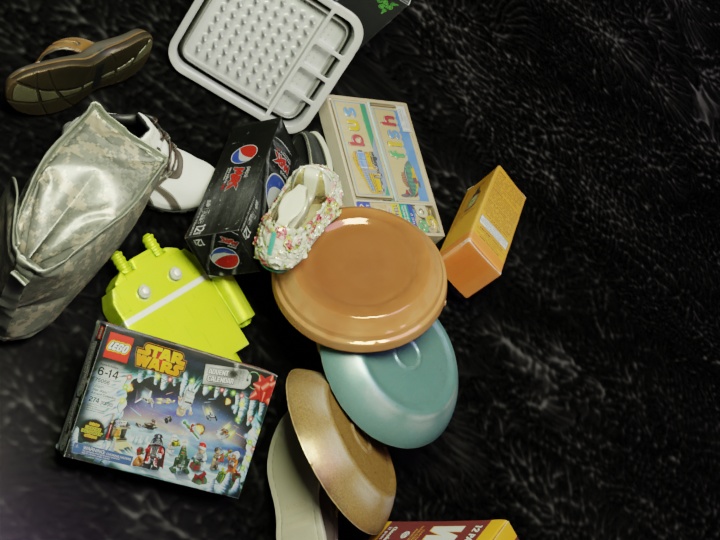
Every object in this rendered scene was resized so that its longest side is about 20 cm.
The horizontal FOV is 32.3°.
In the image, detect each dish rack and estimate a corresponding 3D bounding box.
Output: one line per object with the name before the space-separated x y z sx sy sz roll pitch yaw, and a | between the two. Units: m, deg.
dish rack | -0.115 -0.279 1.497 0.199 0.172 0.044 28 19 -23

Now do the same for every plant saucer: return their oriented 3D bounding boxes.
plant saucer | 0.000 0.000 1.382 0.197 0.038 0.202 3 50 -4
plant saucer | 0.043 0.098 1.400 0.198 0.036 0.202 22 53 -32
plant saucer | -0.012 0.189 1.361 0.201 0.035 0.201 55 15 -21

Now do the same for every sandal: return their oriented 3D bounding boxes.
sandal | -0.315 -0.230 1.370 0.055 0.082 0.199 46 51 11

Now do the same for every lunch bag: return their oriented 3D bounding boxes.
lunch bag | -0.303 -0.039 1.234 0.117 0.164 0.201 36 52 -6

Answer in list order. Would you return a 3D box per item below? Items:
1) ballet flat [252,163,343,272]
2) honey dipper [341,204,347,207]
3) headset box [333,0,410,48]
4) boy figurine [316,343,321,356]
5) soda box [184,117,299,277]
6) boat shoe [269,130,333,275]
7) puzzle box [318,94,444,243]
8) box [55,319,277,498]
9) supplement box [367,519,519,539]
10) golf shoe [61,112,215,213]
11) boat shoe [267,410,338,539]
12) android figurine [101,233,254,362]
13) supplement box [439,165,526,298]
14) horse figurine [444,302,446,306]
ballet flat | -0.061 -0.074 1.368 0.075 0.064 0.201 15 38 6
honey dipper | 0.012 -0.026 1.466 0.038 0.038 0.200 -11 40 -37
headset box | -0.045 -0.360 1.533 0.173 0.199 0.094 29 56 -23
boy figurine | -0.009 0.086 1.453 0.200 0.064 0.125 47 23 -15
soda box | -0.129 -0.085 1.405 0.201 0.070 0.064 -75 149 -44
boat shoe | -0.074 -0.079 1.478 0.067 0.072 0.203 15 66 -31
puzzle box | 0.025 -0.129 1.584 0.132 0.025 0.202 0 64 -35
box | -0.197 0.145 1.284 0.198 0.040 0.139 19 87 -28
supplement box | 0.097 0.383 1.306 0.133 0.196 0.201 -42 109 -39
golf shoe | -0.231 -0.121 1.372 0.198 0.094 0.079 14 62 -32
boat shoe | -0.058 0.248 1.361 0.060 0.071 0.202 59 20 -54
android figurine | -0.200 0.057 1.354 0.181 0.041 0.202 -30 92 -39
supplement box | 0.157 -0.053 1.600 0.069 0.066 0.201 44 35 -14
horse figurine | 0.041 0.017 1.514 0.132 0.050 0.200 42 36 0
